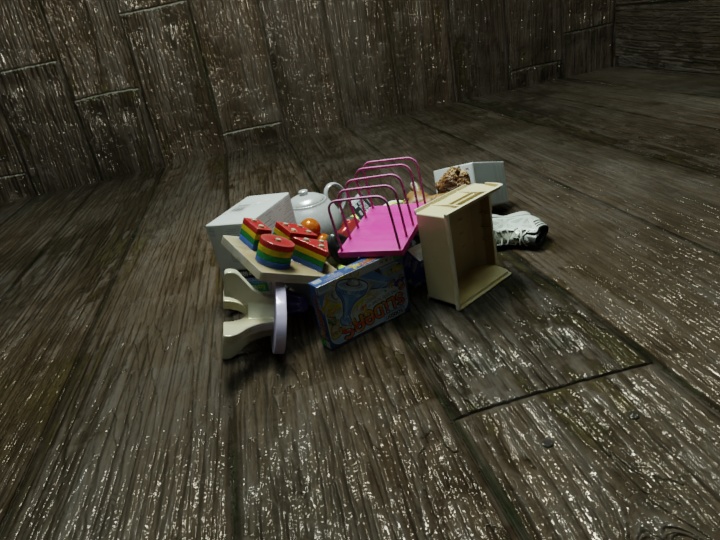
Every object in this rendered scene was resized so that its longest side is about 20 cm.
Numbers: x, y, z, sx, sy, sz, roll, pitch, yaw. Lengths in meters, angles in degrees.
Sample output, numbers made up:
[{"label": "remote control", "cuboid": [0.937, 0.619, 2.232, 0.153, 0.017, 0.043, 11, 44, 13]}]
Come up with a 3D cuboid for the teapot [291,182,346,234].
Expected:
[{"label": "teapot", "cuboid": [-0.143, -0.160, 1.631, 0.195, 0.147, 0.200, -6, 23, 9]}]

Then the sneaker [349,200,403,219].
[{"label": "sneaker", "cuboid": [0.063, -0.133, 1.594, 0.198, 0.074, 0.081, -22, 35, -9]}]

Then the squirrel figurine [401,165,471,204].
[{"label": "squirrel figurine", "cuboid": [0.198, -0.161, 1.420, 0.200, 0.142, 0.186, -38, 35, -12]}]

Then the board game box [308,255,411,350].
[{"label": "board game box", "cuboid": [0.003, 0.051, 1.119, 0.199, 0.137, 0.034, -25, 27, -27]}]

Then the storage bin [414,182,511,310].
[{"label": "storage bin", "cuboid": [0.219, -0.058, 1.186, 0.198, 0.202, 0.093, -28, 27, -34]}]

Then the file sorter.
[{"label": "file sorter", "cuboid": [0.039, -0.132, 1.158, 0.138, 0.126, 0.200, -2, 32, 26]}]

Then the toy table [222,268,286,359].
[{"label": "toy table", "cuboid": [-0.206, 0.086, 1.111, 0.116, 0.186, 0.200, 2, 12, -13]}]

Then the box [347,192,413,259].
[{"label": "box", "cuboid": [0.057, -0.101, 1.404, 0.050, 0.158, 0.200, -44, 26, 5]}]

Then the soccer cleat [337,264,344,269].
[{"label": "soccer cleat", "cuboid": [0.000, -0.001, 1.317, 0.083, 0.065, 0.200, -8, 23, 16]}]

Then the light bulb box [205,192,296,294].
[{"label": "light bulb box", "cuboid": [-0.239, -0.055, 1.375, 0.124, 0.202, 0.198, -1, 25, 24]}]

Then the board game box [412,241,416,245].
[{"label": "board game box", "cuboid": [0.227, -0.113, 1.505, 0.198, 0.035, 0.126, -9, 23, 5]}]

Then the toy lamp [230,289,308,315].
[{"label": "toy lamp", "cuboid": [-0.206, 0.068, 1.267, 0.198, 0.059, 0.058, 0, 26, 26]}]

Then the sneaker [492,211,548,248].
[{"label": "sneaker", "cuboid": [0.350, -0.088, 1.347, 0.199, 0.076, 0.115, -16, 23, -17]}]

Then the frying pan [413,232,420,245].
[{"label": "frying pan", "cuboid": [0.123, -0.084, 1.326, 0.031, 0.114, 0.190, -64, 4, -21]}]

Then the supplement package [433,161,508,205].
[{"label": "supplement package", "cuboid": [0.298, -0.223, 1.539, 0.116, 0.118, 0.199, -4, 6, 37]}]

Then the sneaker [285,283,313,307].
[{"label": "sneaker", "cuboid": [-0.114, 0.016, 1.259, 0.199, 0.073, 0.071, 35, 54, 23]}]

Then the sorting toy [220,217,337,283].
[{"label": "sorting toy", "cuboid": [-0.152, -0.044, 1.179, 0.199, 0.070, 0.198, 5, 20, -38]}]

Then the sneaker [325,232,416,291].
[{"label": "sneaker", "cuboid": [0.020, -0.013, 1.220, 0.104, 0.200, 0.060, -24, 19, 51]}]

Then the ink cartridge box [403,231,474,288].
[{"label": "ink cartridge box", "cuboid": [0.179, -0.037, 1.278, 0.199, 0.095, 0.044, -27, 56, -31]}]

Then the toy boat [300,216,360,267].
[{"label": "toy boat", "cuboid": [-0.093, -0.066, 1.354, 0.200, 0.131, 0.131, -43, 4, 15]}]
